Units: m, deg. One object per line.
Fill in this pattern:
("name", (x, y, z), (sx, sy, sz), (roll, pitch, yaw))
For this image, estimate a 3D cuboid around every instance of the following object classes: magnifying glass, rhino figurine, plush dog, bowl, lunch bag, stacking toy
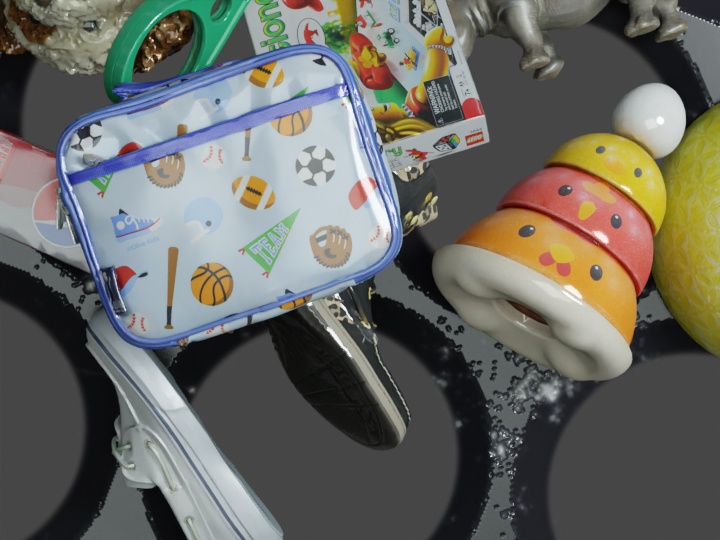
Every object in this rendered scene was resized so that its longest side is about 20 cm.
("magnifying glass", (-0.086, -0.171, 1.467), (0.022, 0.080, 0.200), (33, 65, 30))
("rhino figurine", (0.109, -0.171, 1.541), (0.200, 0.060, 0.088), (-17, 77, -1))
("plush dog", (-0.184, -0.209, 1.500), (0.200, 0.160, 0.172), (9, 112, 20))
("bowl", (0.296, -0.023, 1.545), (0.200, 0.108, 0.201), (0, 96, -4))
("lunch bag", (-0.082, -0.048, 1.398), (0.200, 0.076, 0.161), (-17, 93, 4))
("stacking toy", (0.150, -0.042, 1.542), (0.146, 0.146, 0.200), (32, 75, -6))

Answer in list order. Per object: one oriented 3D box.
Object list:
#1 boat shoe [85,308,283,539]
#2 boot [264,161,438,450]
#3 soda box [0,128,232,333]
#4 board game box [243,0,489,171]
("boat shoe", (-0.131, 0.120, 1.549), (0.067, 0.074, 0.200), (-36, 97, -2))
("boot", (0.000, 0.000, 1.517), (0.151, 0.073, 0.200), (-45, 106, -35))
("soda box", (-0.163, -0.027, 1.534), (0.200, 0.070, 0.064), (24, 90, -7))
("board game box", (-0.005, -0.150, 1.494), (0.126, 0.035, 0.200), (-17, 59, 0))
